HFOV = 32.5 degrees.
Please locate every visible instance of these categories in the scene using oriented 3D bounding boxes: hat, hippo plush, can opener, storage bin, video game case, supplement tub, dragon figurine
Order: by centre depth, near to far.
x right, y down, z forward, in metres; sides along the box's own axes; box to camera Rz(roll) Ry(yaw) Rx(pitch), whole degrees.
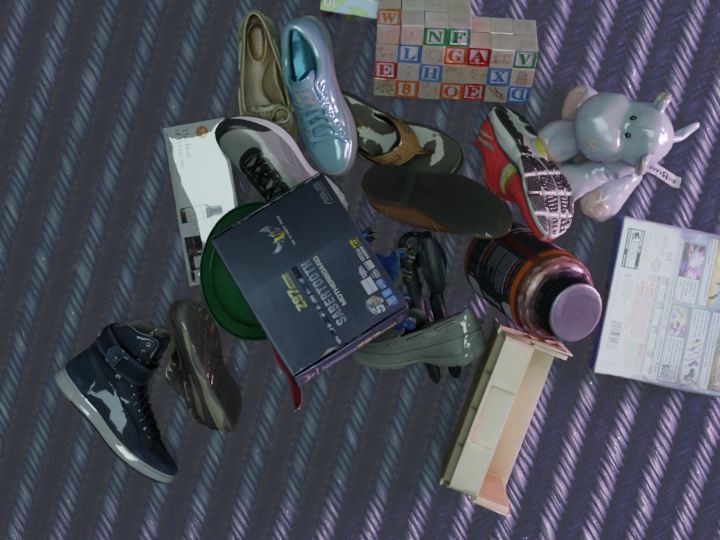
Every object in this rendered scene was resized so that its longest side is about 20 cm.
[{"bbox_3d":[-0.082,0.025,1.479,0.164,0.175,0.203,-26,111,-26],"label":"hat"},{"bbox_3d":[0.209,0.016,1.482,0.105,0.200,0.109,-7,111,-19],"label":"supplement tub"},{"bbox_3d":[0.174,0.172,1.500,0.093,0.199,0.203,21,93,3],"label":"storage bin"},{"bbox_3d":[0.315,-0.140,1.502,0.197,0.161,0.162,18,92,0],"label":"hippo plush"},{"bbox_3d":[0.000,0.000,1.512,0.198,0.099,0.059,30,133,22],"label":"dragon figurine"},{"bbox_3d":[0.086,0.047,1.565,0.062,0.079,0.203,-6,105,8],"label":"can opener"},{"bbox_3d":[0.399,0.047,1.566,0.178,0.045,0.203,11,93,1],"label":"video game case"}]

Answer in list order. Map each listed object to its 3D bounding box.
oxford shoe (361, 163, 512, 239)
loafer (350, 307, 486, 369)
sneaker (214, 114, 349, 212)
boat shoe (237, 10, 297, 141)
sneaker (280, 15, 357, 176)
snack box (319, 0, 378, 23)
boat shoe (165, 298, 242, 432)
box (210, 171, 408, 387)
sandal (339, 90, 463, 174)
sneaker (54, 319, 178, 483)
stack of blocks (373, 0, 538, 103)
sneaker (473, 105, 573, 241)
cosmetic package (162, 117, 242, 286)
[{"bbox_3d":[0.100,-0.078,1.534,0.198,0.072,0.072,19,68,22],"label":"oxford shoe"},{"bbox_3d":[0.066,0.081,1.523,0.198,0.070,0.071,-7,101,37],"label":"loafer"},{"bbox_3d":[-0.099,-0.112,1.514,0.200,0.080,0.074,41,128,-11],"label":"sneaker"},{"bbox_3d":[-0.124,-0.224,1.552,0.072,0.063,0.203,-11,93,0],"label":"boat shoe"},{"bbox_3d":[-0.062,-0.211,1.517,0.073,0.082,0.203,-14,95,25],"label":"sneaker"},{"bbox_3d":[0.031,-0.414,1.547,0.140,0.053,0.203,9,93,1],"label":"snack box"},{"bbox_3d":[-0.209,0.125,1.531,0.072,0.075,0.202,-4,124,17],"label":"boat shoe"},{"bbox_3d":[-0.059,0.009,1.432,0.156,0.051,0.201,-30,72,-7],"label":"box"},{"bbox_3d":[0.035,-0.169,1.556,0.198,0.055,0.082,30,91,0],"label":"sandal"},{"bbox_3d":[-0.272,0.158,1.563,0.146,0.077,0.203,-43,90,5],"label":"sneaker"},{"bbox_3d":[0.116,-0.272,1.517,0.197,0.116,0.059,4,51,0],"label":"stack of blocks"},{"bbox_3d":[0.197,-0.108,1.519,0.076,0.085,0.202,6,49,-33],"label":"sneaker"},{"bbox_3d":[-0.192,-0.087,1.565,0.081,0.051,0.203,-10,92,0],"label":"cosmetic package"}]
